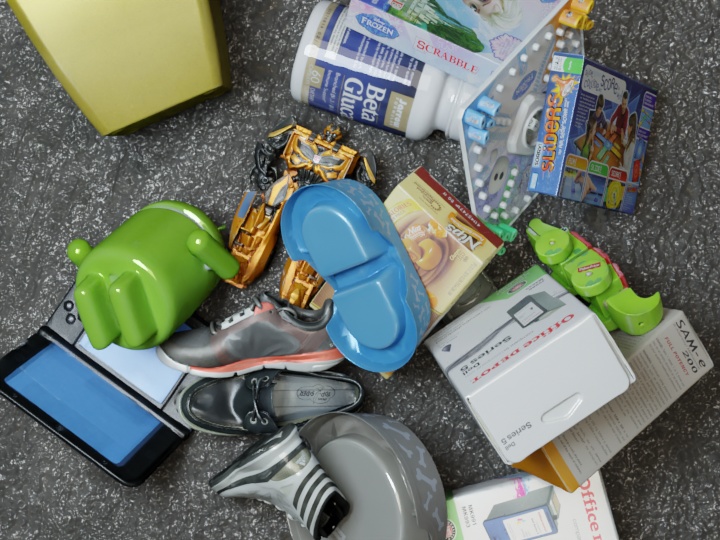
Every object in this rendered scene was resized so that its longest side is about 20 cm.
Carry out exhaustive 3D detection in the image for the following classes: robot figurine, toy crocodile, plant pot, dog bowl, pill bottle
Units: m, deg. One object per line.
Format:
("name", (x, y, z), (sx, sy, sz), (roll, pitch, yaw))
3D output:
("robot figurine", (-0.212, 0.003, 1.414), (0.174, 0.200, 0.117), (-6, 114, 27))
("toy crocodile", (0.230, 0.002, 1.399), (0.061, 0.200, 0.068), (-33, 125, -6))
("plant pot", (-0.232, -0.246, 1.445), (0.198, 0.200, 0.178), (-23, 95, 1))
("dog bowl", (0.007, 0.237, 1.395), (0.199, 0.058, 0.202), (10, 103, 47))
("dog bowl", (0.000, 0.000, 1.367), (0.111, 0.049, 0.201), (-20, 101, 41))
("pill bottle", (0.035, -0.202, 1.457), (0.198, 0.111, 0.112), (19, 86, 5))
("robot figurine", (-0.065, -0.063, 1.471), (0.144, 0.058, 0.202), (23, 93, 4))

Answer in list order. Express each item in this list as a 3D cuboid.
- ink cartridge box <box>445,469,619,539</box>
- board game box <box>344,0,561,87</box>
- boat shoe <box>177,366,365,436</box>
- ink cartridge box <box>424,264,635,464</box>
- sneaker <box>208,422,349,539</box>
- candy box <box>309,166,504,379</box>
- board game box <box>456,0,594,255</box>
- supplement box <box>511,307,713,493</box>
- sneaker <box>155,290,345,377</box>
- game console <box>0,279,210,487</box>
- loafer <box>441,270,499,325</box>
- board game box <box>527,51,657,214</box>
("ink cartridge box", (0.164, 0.285, 1.419), (0.198, 0.088, 0.147), (-14, 83, 1))
("board game box", (0.112, -0.283, 1.440), (0.198, 0.041, 0.201), (25, 50, 5))
("boat shoe", (-0.087, 0.133, 1.430), (0.197, 0.066, 0.075), (4, 80, -15))
("ink cartridge box", (0.158, 0.086, 1.339), (0.145, 0.200, 0.084), (-34, 105, 0))
("sneaker", (-0.081, 0.229, 1.392), (0.076, 0.200, 0.116), (-38, 91, -27))
("candy box", (0.043, 0.005, 1.408), (0.115, 0.055, 0.200), (43, 131, 7))
("board game box", (0.174, -0.142, 1.376), (0.026, 0.201, 0.200), (26, 60, 31))
("supplement box", (0.234, 0.121, 1.381), (0.199, 0.126, 0.074), (-38, 107, -14))
("sneaker", (-0.113, 0.057, 1.426), (0.198, 0.077, 0.083), (-3, 111, -4))
("game console", (-0.254, 0.098, 1.446), (0.199, 0.116, 0.177), (35, 88, 5))
("loafer", (0.101, 0.018, 1.452), (0.070, 0.070, 0.200), (-43, 87, -1))
("board game box", (0.237, -0.133, 1.391), (0.034, 0.199, 0.137), (13, 93, 32))
